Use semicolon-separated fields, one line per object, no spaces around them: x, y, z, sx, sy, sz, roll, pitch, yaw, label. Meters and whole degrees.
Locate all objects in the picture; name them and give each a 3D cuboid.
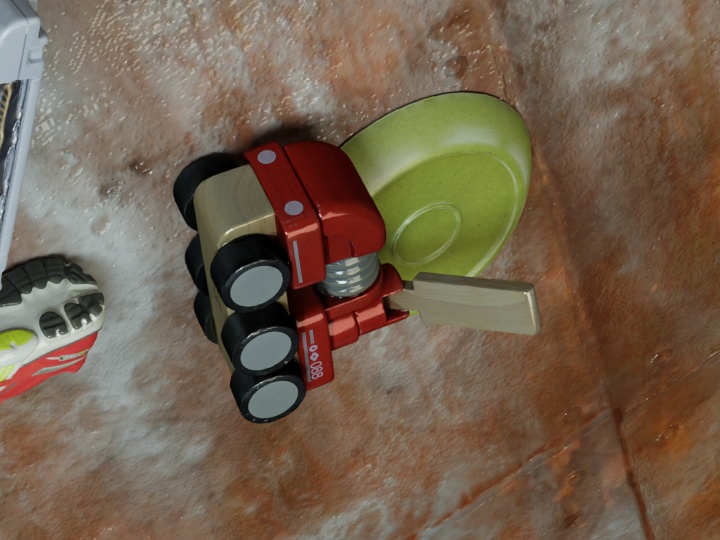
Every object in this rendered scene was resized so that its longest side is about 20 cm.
-0.222;-0.091;1.391;0.041;0.133;0.201;-11;136;-31;game cartridge
0.038;-0.032;1.768;0.199;0.031;0.201;-23;142;-20;plant saucer
0.000;0.000;1.665;0.199;0.129;0.177;-20;141;-11;toy fire truck
-0.246;0.062;1.596;0.199;0.077;0.085;-16;145;-26;sneaker
